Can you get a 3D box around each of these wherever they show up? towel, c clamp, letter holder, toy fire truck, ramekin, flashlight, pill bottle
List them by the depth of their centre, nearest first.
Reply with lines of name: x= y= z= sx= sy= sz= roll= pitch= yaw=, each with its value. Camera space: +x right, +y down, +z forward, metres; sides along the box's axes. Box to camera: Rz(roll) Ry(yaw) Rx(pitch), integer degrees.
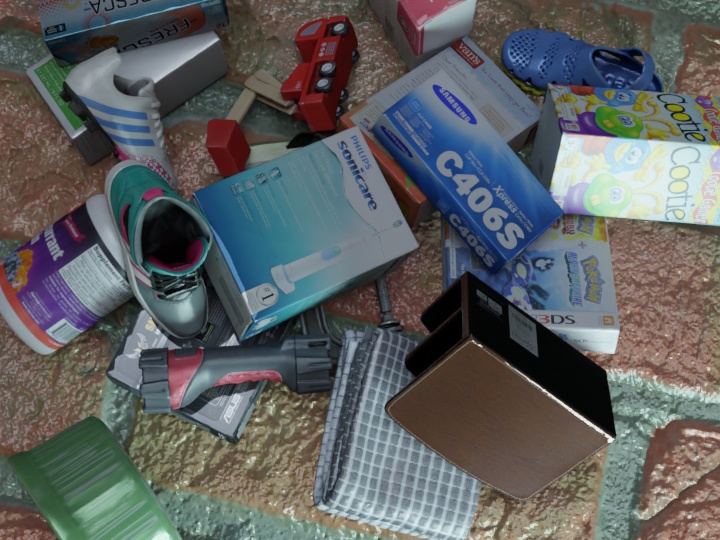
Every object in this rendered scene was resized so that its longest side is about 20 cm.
ramekin: x=-0.256 y=0.244 z=1.320 sx=0.097 sy=0.200 sz=0.201 roll=-33 pitch=77 yaw=-16
letter holder: x=0.135 y=0.124 z=1.333 sx=0.199 sy=0.142 sz=0.101 roll=34 pitch=32 yaw=-21
towel: x=0.050 y=0.167 z=1.372 sx=0.164 sy=0.085 sz=0.203 roll=17 pitch=74 yaw=-16
flashlight: x=-0.128 y=0.109 z=1.372 sx=0.197 sy=0.068 sz=0.069 roll=-2 pitch=70 yaw=-6
pill bottle: x=-0.285 y=-0.010 z=1.409 sx=0.199 sy=0.111 sz=0.112 roll=-34 pitch=77 yaw=3
c clamp: x=0.000 y=0.000 z=1.442 sx=0.169 sy=0.027 sz=0.203 roll=-2 pitch=82 yaw=-28
toy fire truck: x=-0.085 y=-0.199 z=1.484 sx=0.139 sy=0.049 sz=0.202 roll=-4 pitch=50 yaw=21

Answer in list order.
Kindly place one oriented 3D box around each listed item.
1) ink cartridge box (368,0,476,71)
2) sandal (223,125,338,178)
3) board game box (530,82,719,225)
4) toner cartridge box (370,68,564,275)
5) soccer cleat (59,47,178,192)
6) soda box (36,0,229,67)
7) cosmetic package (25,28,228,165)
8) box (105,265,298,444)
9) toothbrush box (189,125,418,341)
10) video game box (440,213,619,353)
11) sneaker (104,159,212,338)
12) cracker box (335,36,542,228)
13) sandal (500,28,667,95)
ink cartridge box: x=0.046 y=-0.342 z=1.493 sx=0.084 sy=0.146 sz=0.201 roll=-30 pitch=78 yaw=-6
sandal: x=-0.056 y=-0.123 z=1.482 sx=0.198 sy=0.057 sz=0.081 roll=-12 pitch=76 yaw=-3
board game box: x=0.295 y=-0.126 z=1.427 sx=0.197 sy=0.104 sz=0.105 roll=4 pitch=38 yaw=-7
toner cartridge box: x=0.111 y=-0.104 z=1.381 sx=0.095 sy=0.043 sz=0.200 roll=-39 pitch=85 yaw=-27
soccer cleat: x=-0.237 y=-0.154 z=1.424 sx=0.086 sy=0.200 sz=0.070 roll=-40 pitch=46 yaw=-2
soda box: x=-0.245 y=-0.285 z=1.437 sx=0.197 sy=0.064 sz=0.069 roll=-14 pitch=72 yaw=-1
cosmetic package: x=-0.260 y=-0.226 z=1.496 sx=0.199 sy=0.085 sz=0.108 roll=-37 pitch=75 yaw=-8
box: x=-0.160 y=0.063 z=1.438 sx=0.157 sy=0.048 sz=0.202 roll=24 pitch=76 yaw=7
toothbrush box: x=-0.063 y=-0.039 z=1.368 sx=0.198 sy=0.085 sz=0.148 roll=-25 pitch=82 yaw=-21
video game box: x=0.178 y=-0.005 z=1.421 sx=0.180 sy=0.047 sz=0.202 roll=2 pitch=52 yaw=-2
sneaker: x=-0.185 y=-0.006 z=1.316 sx=0.083 sy=0.121 sz=0.202 roll=-28 pitch=118 yaw=-16
cracker box: x=0.087 y=-0.155 z=1.459 sx=0.199 sy=0.058 sz=0.134 roll=-35 pitch=72 yaw=-25
sandal: x=0.256 y=-0.232 z=1.496 sx=0.197 sy=0.087 sz=0.080 roll=14 pitch=77 yaw=6
